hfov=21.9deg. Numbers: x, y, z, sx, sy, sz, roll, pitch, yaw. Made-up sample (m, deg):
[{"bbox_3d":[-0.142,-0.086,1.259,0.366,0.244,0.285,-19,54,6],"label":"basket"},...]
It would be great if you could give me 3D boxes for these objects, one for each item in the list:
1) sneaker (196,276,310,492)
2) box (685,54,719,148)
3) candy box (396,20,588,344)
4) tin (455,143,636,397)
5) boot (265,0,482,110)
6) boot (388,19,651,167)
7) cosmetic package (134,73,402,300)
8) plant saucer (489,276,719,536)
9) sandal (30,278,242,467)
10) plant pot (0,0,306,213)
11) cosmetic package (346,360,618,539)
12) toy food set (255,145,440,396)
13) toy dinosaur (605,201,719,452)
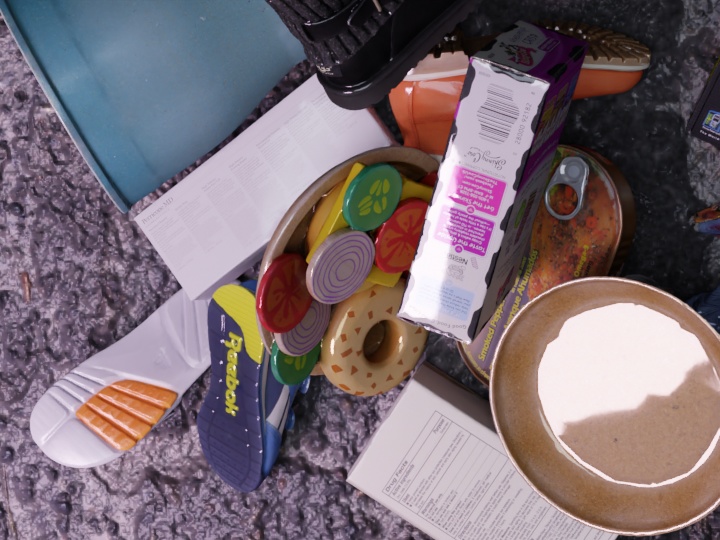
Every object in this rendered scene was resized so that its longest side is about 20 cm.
[{"bbox_3d":[-0.077,0.089,1.473,0.074,0.082,0.200,30,128,26],"label":"sneaker"},{"bbox_3d":[0.356,-0.128,1.343,0.200,0.044,0.160,25,134,4],"label":"box"},{"bbox_3d":[0.094,-0.065,1.324,0.061,0.136,0.200,20,113,12],"label":"candy box"},{"bbox_3d":[0.140,-0.001,1.421,0.112,0.042,0.200,26,109,23],"label":"tin"},{"bbox_3d":[0.019,-0.232,1.329,0.079,0.158,0.211,23,68,37],"label":"boot"},{"bbox_3d":[0.121,-0.130,1.414,0.200,0.075,0.107,-3,114,8],"label":"boot"},{"bbox_3d":[-0.071,-0.068,1.450,0.200,0.051,0.083,-37,83,11],"label":"cosmetic package"},{"bbox_3d":[0.193,0.095,1.364,0.200,0.035,0.200,9,111,26],"label":"plant saucer"},{"bbox_3d":[-0.169,0.085,1.501,0.207,0.059,0.079,-39,81,-7],"label":"sandal"},{"bbox_3d":[-0.146,-0.176,1.391,0.188,0.200,0.200,-30,94,-2],"label":"plant pot"},{"bbox_3d":[0.101,0.170,1.460,0.200,0.071,0.105,35,104,2],"label":"cosmetic package"},{"bbox_3d":[0.000,0.000,1.396,0.049,0.198,0.200,37,104,38],"label":"toy food set"},{"bbox_3d":[0.254,0.045,1.428,0.105,0.200,0.182,34,76,31],"label":"toy dinosaur"}]
